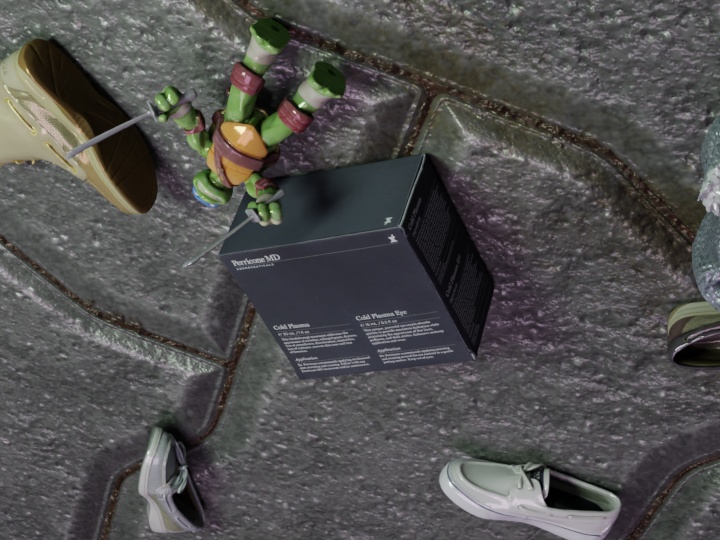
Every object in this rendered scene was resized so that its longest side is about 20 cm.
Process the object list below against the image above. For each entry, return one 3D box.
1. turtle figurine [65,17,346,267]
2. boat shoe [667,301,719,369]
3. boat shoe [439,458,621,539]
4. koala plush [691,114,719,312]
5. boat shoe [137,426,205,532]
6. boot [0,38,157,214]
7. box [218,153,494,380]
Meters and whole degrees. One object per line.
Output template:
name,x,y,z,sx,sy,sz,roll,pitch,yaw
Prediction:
turtle figurine,-0.114,-0.114,1.480,0.200,0.144,0.194,1,136,-48
boat shoe,0.384,0.064,1.558,0.199,0.065,0.072,-3,132,22
boat shoe,0.188,0.238,1.822,0.199,0.074,0.065,15,134,-10
koala plush,0.338,-0.063,1.369,0.183,0.178,0.200,1,140,34
boat shoe,-0.224,0.253,1.987,0.065,0.075,0.202,7,141,5
boot,-0.305,-0.118,1.619,0.155,0.073,0.200,-20,124,35
box,0.000,0.000,1.606,0.199,0.104,0.182,-8,133,27
